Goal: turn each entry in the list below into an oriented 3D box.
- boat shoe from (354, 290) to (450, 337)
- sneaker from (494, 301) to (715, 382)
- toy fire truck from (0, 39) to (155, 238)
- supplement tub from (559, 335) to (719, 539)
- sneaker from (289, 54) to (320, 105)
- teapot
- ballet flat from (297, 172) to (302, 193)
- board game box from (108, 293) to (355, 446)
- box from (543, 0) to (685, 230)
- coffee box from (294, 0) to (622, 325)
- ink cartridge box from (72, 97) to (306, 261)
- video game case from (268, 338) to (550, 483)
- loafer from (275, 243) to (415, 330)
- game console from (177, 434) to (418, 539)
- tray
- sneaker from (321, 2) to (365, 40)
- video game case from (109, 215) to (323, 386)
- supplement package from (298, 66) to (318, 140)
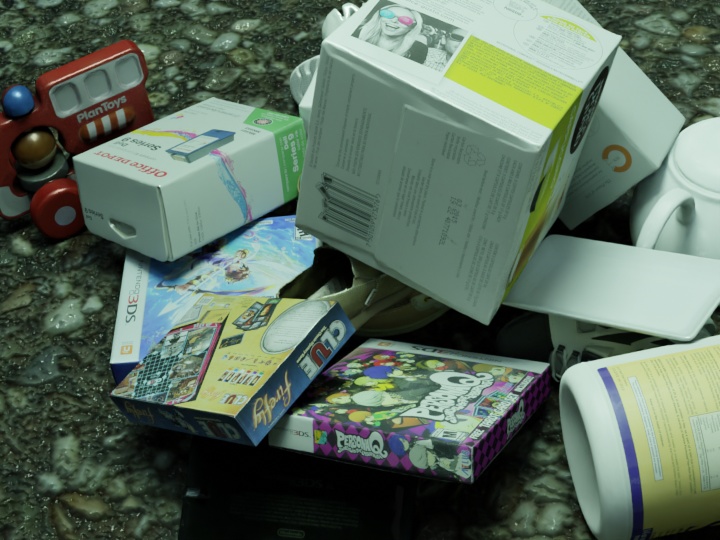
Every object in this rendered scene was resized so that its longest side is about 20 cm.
[{"bbox_3d":[0.069,0.002,1.267,0.198,0.067,0.074,-20,45,-11],"label":"boat shoe"},{"bbox_3d":[0.216,0.080,1.161,0.197,0.075,0.089,-2,43,8],"label":"sneaker"},{"bbox_3d":[-0.309,-0.143,1.400,0.198,0.169,0.112,-25,46,-16],"label":"toy fire truck"},{"bbox_3d":[0.270,0.129,1.052,0.197,0.147,0.146,-11,44,-2],"label":"supplement tub"},{"bbox_3d":[0.018,-0.220,1.515,0.197,0.076,0.082,-8,9,8],"label":"sneaker"},{"bbox_3d":[0.344,-0.073,1.243,0.194,0.147,0.202,-4,45,5],"label":"teapot"},{"bbox_3d":[0.031,-0.058,1.339,0.198,0.063,0.069,16,74,18],"label":"ballet flat"},{"bbox_3d":[-0.113,0.079,1.123,0.199,0.035,0.136,2,42,51],"label":"board game box"},{"bbox_3d":[0.190,-0.162,1.261,0.200,0.124,0.098,46,46,-6],"label":"box"},{"bbox_3d":[0.083,-0.120,1.147,0.198,0.201,0.198,26,45,14],"label":"coffee box"},{"bbox_3d":[-0.169,-0.097,1.344,0.144,0.089,0.199,18,37,40],"label":"ink cartridge box"},{"bbox_3d":[0.046,0.112,1.110,0.179,0.036,0.200,6,18,25],"label":"video game case"},{"bbox_3d":[0.000,0.000,1.203,0.076,0.068,0.200,26,61,40],"label":"loafer"},{"bbox_3d":[-0.040,0.181,1.142,0.197,0.116,0.178,3,76,13],"label":"game console"},{"bbox_3d":[0.220,0.018,1.136,0.198,0.022,0.107,11,43,40],"label":"tray"},{"bbox_3d":[0.063,-0.234,1.339,0.197,0.075,0.082,-13,57,-2],"label":"sneaker"},{"bbox_3d":[-0.136,0.028,1.291,0.197,0.046,0.183,-5,46,3],"label":"video game case"},{"bbox_3d":[0.051,-0.154,1.388,0.197,0.121,0.122,9,48,17],"label":"supplement package"}]
